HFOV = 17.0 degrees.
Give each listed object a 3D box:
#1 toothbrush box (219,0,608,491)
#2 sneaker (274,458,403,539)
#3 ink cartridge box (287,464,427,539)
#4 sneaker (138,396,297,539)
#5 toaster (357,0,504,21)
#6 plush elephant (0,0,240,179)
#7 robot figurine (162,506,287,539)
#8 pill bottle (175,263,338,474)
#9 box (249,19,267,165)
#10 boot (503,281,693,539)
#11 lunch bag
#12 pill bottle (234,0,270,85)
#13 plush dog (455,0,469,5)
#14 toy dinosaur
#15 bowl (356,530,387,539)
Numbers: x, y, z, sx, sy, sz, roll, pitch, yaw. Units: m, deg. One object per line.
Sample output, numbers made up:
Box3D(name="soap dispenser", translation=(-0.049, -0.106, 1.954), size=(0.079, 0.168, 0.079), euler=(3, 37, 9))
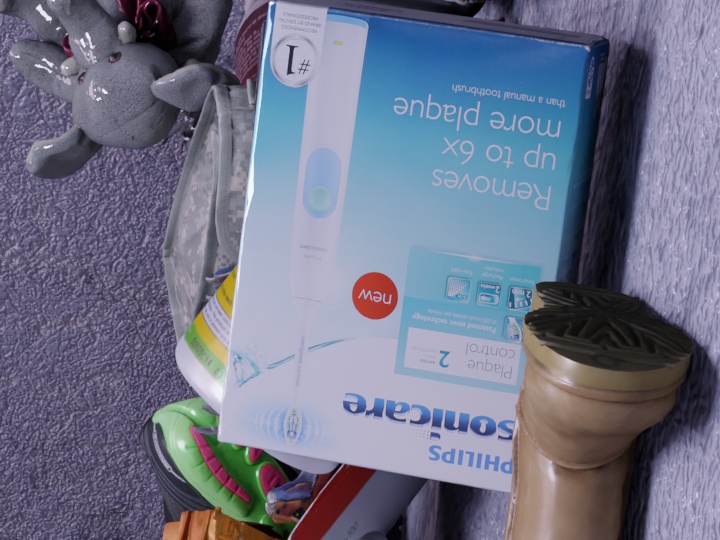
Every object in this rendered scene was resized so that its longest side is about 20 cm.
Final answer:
Box3D(name="toothbrush box", translation=(0.024, -0.014, 1.089), size=(0.085, 0.145, 0.202), euler=(-34, -47, -75))
Box3D(name="sneaker", translation=(-0.058, 0.118, 1.591), size=(0.201, 0.074, 0.081), euler=(56, -155, -5))
Box3D(name="ink cartridge box", translation=(0.008, 0.125, 1.365), size=(0.163, 0.057, 0.200), euler=(-49, 0, -34))
Box3D(name="sneaker", translation=(-0.076, 0.162, 1.550), size=(0.083, 0.077, 0.201), euler=(0, 123, 50))
Box3D(name="toaster", translation=(0.003, -0.220, 1.438), size=(0.181, 0.198, 0.120), euler=(-81, 1, -76))
Box3D(name="plush elephant", translation=(-0.152, -0.139, 1.522), size=(0.201, 0.164, 0.155), euler=(59, -165, -10))
Box3D(name="robot figurine", translation=(-0.045, 0.227, 1.477), size=(0.058, 0.200, 0.146), euler=(-7, 59, 41))
Box3D(name="pill bottle", translation=(0.000, 0.000, 1.296), size=(0.200, 0.111, 0.111), euler=(-52, 14, 9))
Box3D(name="box", translation=(0.019, -0.017, 1.201), size=(0.048, 0.157, 0.202), euler=(114, 161, -81))
Box3D(name="boot", translation=(0.086, 0.116, 0.970), size=(0.175, 0.066, 0.202), euler=(-51, -32, -81))
Box3D(name="lunch bag", translation=(-0.027, -0.036, 1.505), size=(0.201, 0.163, 0.118), euler=(107, 157, -47))
Box3D(name="pill bottle", translation=(-0.029, -0.125, 1.651), size=(0.115, 0.113, 0.201), euler=(105, 165, -52))
Box3D(name="plush dog", translation=(0.028, -0.243, 1.246), size=(0.200, 0.170, 0.162), euler=(119, 156, -74))
Box3D(name="toy dinosaur", translation=(-0.031, 0.063, 1.414), size=(0.182, 0.199, 0.105), euler=(62, -155, -30))
Box3D(name="bowl", translation=(-0.007, 0.253, 1.334), size=(0.202, 0.090, 0.201), euler=(-54, -14, -20))
